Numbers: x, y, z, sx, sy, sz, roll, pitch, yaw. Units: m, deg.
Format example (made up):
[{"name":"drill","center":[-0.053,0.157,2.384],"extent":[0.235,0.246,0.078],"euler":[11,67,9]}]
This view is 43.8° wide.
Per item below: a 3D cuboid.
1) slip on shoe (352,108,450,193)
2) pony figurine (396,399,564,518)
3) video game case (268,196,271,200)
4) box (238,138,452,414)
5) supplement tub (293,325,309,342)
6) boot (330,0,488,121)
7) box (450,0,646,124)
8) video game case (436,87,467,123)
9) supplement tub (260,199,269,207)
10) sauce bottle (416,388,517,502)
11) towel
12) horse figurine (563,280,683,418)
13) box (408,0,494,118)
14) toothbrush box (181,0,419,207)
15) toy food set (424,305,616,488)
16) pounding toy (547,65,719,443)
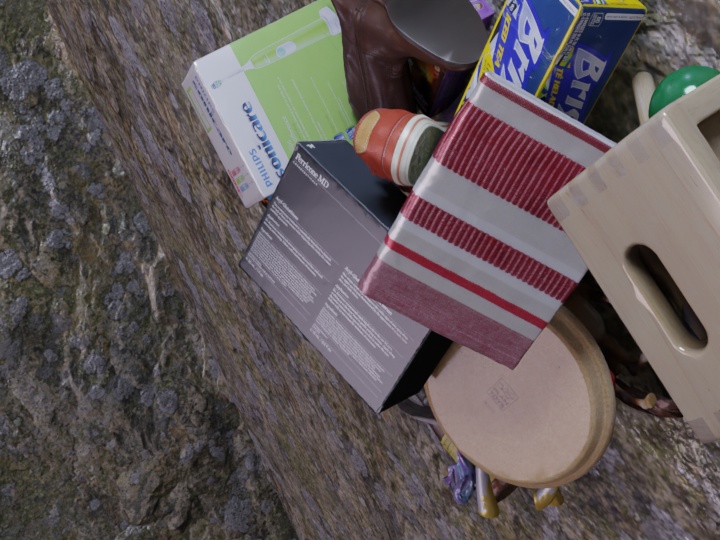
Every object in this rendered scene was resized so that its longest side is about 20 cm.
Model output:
[{"name":"slip on shoe","center":[0.043,-0.100,0.766],"extent":[0.060,0.076,0.200],"euler":[23,-174,15]},{"name":"pony figurine","center":[0.140,0.163,0.960],"extent":[0.189,0.167,0.204],"euler":[9,120,18]},{"name":"video game case","center":[-0.020,-0.102,0.976],"extent":[0.018,0.142,0.200],"euler":[60,170,-25]},{"name":"box","center":[0.000,0.000,0.799],"extent":[0.200,0.078,0.143],"euler":[45,123,22]},{"name":"supplement tub","center":[-0.055,-0.001,1.270],"extent":[0.122,0.121,0.203],"euler":[42,153,39]},{"name":"boot","center":[0.043,-0.162,0.787],"extent":[0.187,0.064,0.202],"euler":[47,160,32]},{"name":"box","center":[0.120,-0.121,0.650],"extent":[0.071,0.063,0.202],"euler":[59,144,34]},{"name":"video game case","center":[0.106,-0.086,0.818],"extent":[0.200,0.019,0.147],"euler":[143,118,-76]},{"name":"supplement tub","center":[-0.077,-0.121,1.160],"extent":[0.200,0.121,0.124],"euler":[41,154,41]},{"name":"sauce bottle","center":[0.135,0.212,1.188],"extent":[0.201,0.065,0.067],"euler":[52,160,29]},{"name":"towel","center":[0.100,-0.029,0.650],"extent":[0.142,0.023,0.202],"euler":[26,124,-7]},{"name":"horse figurine","center":[0.208,0.053,0.796],"extent":[0.202,0.049,0.132],"euler":[59,168,-5]},{"name":"box","center":[0.033,-0.258,0.819],"extent":[0.202,0.039,0.137],"euler":[55,159,14]},{"name":"toothbrush box","center":[-0.061,-0.180,0.924],"extent":[0.148,0.198,0.086],"euler":[61,160,-7]},{"name":"toy food set","center":[0.136,0.102,0.807],"extent":[0.198,0.048,0.201],"euler":[36,125,21]},{"name":"pounding toy","center":[0.208,-0.040,0.516],"extent":[0.202,0.182,0.142],"euler":[57,148,6]}]
